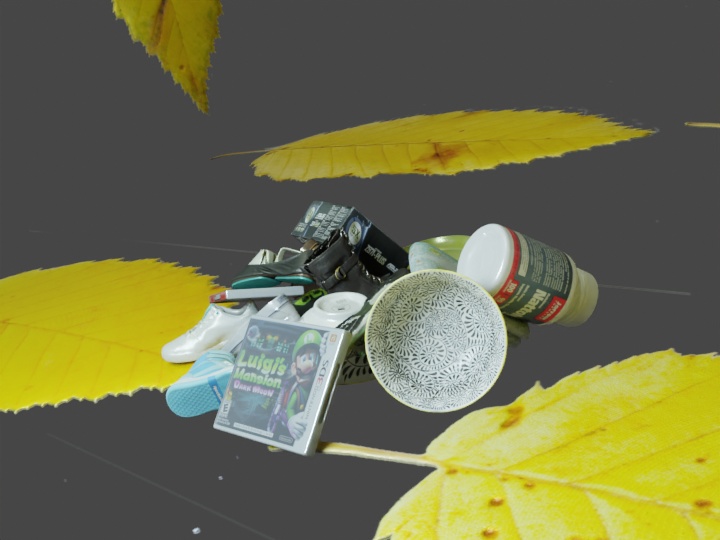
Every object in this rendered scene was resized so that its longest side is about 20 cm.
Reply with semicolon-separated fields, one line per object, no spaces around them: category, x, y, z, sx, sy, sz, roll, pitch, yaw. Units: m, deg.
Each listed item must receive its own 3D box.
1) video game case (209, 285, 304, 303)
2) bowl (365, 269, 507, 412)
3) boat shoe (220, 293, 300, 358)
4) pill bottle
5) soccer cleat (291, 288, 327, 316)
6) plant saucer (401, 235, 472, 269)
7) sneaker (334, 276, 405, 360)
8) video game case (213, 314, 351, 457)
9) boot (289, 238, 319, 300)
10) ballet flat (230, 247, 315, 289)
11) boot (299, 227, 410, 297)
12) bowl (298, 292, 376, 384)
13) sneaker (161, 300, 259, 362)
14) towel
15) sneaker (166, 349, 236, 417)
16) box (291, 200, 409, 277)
video game case;-0.197;0.046;1.656;0.142;0.018;0.200;-3;-4;-19
bowl;0.112;0.094;1.273;0.199;0.203;0.094;-11;3;13
boat shoe;-0.178;0.121;1.525;0.200;0.065;0.073;-43;-5;35
pill bottle;0.255;0.016;1.334;0.199;0.120;0.119;19;4;-27
soccer cleat;-0.111;0.083;1.635;0.199;0.065;0.084;-19;-8;-30
plant saucer;0.145;-0.017;1.754;0.198;0.031;0.200;-14;19;5
sneaker;0.019;0.102;1.321;0.200;0.089;0.077;-42;16;-13
video game case;-0.117;0.162;1.295;0.199;0.023;0.183;6;72;41
boot;-0.085;0.022;1.685;0.075;0.200;0.074;35;64;11
ballet flat;-0.151;-0.004;1.613;0.199;0.069;0.068;-5;-19;35
boot;0.000;0.000;1.568;0.200;0.175;0.069;-40;22;-32
bowl;-0.026;0.095;1.425;0.199;0.095;0.201;-3;21;1
sneaker;-0.279;0.107;1.652;0.198;0.089;0.075;-16;19;-4
towel;0.168;0.035;1.405;0.199;0.048;0.171;27;17;-11
sneaker;-0.208;0.169;1.449;0.198;0.080;0.131;-8;22;17
box;-0.019;-0.048;1.719;0.086;0.163;0.200;-55;24;-9
